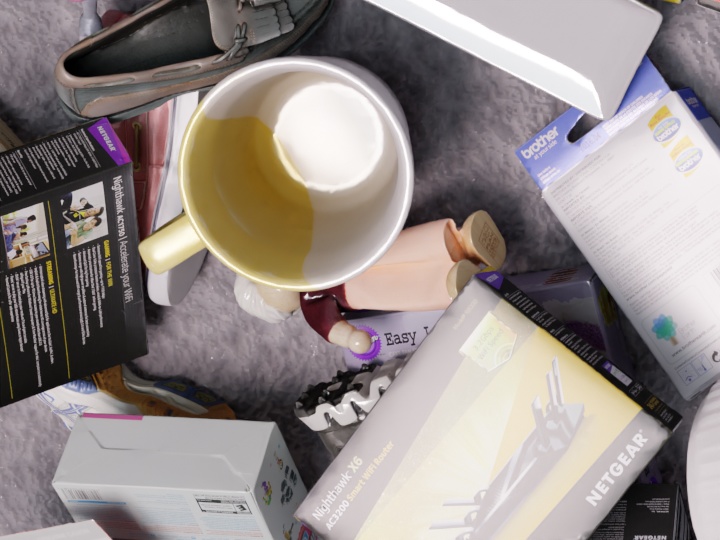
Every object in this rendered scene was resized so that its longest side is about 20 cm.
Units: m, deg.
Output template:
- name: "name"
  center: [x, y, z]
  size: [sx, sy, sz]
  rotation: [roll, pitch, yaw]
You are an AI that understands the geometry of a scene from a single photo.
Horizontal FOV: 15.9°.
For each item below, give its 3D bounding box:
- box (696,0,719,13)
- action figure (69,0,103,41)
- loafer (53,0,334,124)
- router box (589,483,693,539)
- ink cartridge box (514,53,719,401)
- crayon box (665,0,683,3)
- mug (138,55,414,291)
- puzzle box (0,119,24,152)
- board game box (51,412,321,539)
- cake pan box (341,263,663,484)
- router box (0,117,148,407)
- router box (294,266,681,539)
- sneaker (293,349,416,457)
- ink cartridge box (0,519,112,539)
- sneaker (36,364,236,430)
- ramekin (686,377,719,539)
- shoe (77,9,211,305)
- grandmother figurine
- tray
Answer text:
- name: "box"
  center: [0.258, -0.258, 1.555]
  size: [0.035, 0.110, 0.200]
  rotation: [21, 113, 13]
- name: "action figure"
  center: [-0.163, -0.236, 1.690]
  size: [0.200, 0.149, 0.134]
  rotation: [-18, 79, -4]
- name: "loafer"
  center: [-0.108, -0.155, 1.701]
  size: [0.200, 0.063, 0.072]
  rotation: [-26, 74, -4]
- name: "router box"
  center: [0.126, 0.207, 1.738]
  size: [0.200, 0.052, 0.157]
  rotation: [-2, 141, 16]
- name: "ink cartridge box"
  center: [0.203, -0.031, 1.678]
  size: [0.119, 0.042, 0.200]
  rotation: [-38, 84, 26]
- name: "crayon box"
  center: [0.129, -0.277, 1.624]
  size: [0.200, 0.058, 0.173]
  rotation: [16, 111, 16]
- name: "mug"
  center: [-0.049, -0.076, 1.691]
  size: [0.186, 0.153, 0.149]
  rotation: [1, 103, 8]
- name: "puzzle box"
  center: [-0.291, -0.054, 1.835]
  size: [0.200, 0.025, 0.133]
  rotation: [45, 117, 22]
- name: "board game box"
  center: [-0.109, 0.182, 1.804]
  size: [0.147, 0.064, 0.200]
  rotation: [2, 142, 19]
- name: "cake pan box"
  center: [0.093, 0.098, 1.766]
  size: [0.200, 0.052, 0.184]
  rotation: [-9, 102, 23]
- name: "router box"
  center: [-0.224, 0.003, 1.740]
  size: [0.051, 0.149, 0.200]
  rotation: [57, 158, 36]
- name: "router box"
  center: [0.080, 0.124, 1.629]
  size: [0.157, 0.052, 0.200]
  rotation: [38, 105, 8]
- name: "sneaker"
  center: [0.058, 0.090, 1.717]
  size: [0.200, 0.066, 0.091]
  rotation: [-22, 104, 26]
- name: "ink cartridge box"
  center: [-0.174, 0.222, 1.796]
  size: [0.160, 0.047, 0.200]
  rotation: [-13, 134, 37]
- name: "sneaker"
  center: [-0.189, 0.107, 1.859]
  size: [0.200, 0.075, 0.088]
  rotation: [28, 121, 13]
- name: "ramekin"
  center: [0.285, 0.141, 1.635]
  size: [0.094, 0.202, 0.202]
  rotation: [-14, 102, 34]
- name: "shoe"
  center: [-0.150, -0.080, 1.788]
  size: [0.091, 0.071, 0.200]
  rotation: [13, 106, 17]
- name: "grandmother figurine"
  center: [0.000, 0.000, 1.739]
  size: [0.200, 0.121, 0.061]
  rotation: [-8, 131, 35]
- name: "tray"
  center: [0.089, -0.177, 1.637]
  size: [0.200, 0.022, 0.107]
  rotation: [27, 139, 4]
